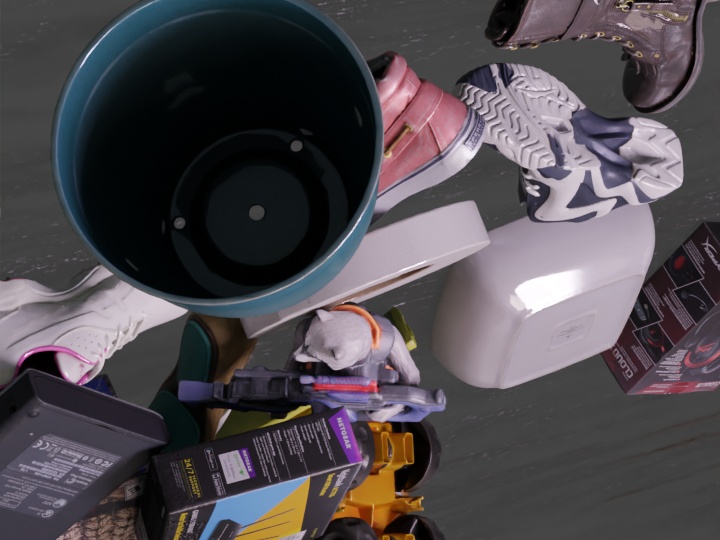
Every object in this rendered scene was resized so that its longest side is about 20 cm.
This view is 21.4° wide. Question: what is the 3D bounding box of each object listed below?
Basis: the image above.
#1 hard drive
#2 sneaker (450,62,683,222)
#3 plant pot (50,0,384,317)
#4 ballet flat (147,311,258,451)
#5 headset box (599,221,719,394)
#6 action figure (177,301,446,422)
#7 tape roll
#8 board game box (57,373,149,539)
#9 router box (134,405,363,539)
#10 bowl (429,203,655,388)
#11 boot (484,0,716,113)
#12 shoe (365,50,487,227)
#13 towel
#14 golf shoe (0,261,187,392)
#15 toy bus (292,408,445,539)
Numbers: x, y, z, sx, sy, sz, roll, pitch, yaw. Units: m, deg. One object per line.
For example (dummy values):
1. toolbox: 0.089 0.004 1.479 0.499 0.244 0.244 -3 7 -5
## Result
1. hard drive: -0.250 0.155 1.351 0.200 0.033 0.139 -40 144 19
2. sneaker: 0.133 -0.086 1.463 0.199 0.080 0.130 11 154 -28
3. plant pot: -0.076 -0.058 1.215 0.200 0.200 0.188 -29 166 -1
4. ballet flat: -0.124 0.099 1.543 0.063 0.069 0.200 -22 153 -36
5. headset box: 0.335 0.045 1.871 0.148 0.075 0.200 0 140 -43
6. action figure: -0.038 0.067 1.461 0.199 0.105 0.194 4 166 -5
7. tape roll: 0.000 0.000 1.441 0.202 0.037 0.203 -21 176 -1
8. board game box: -0.257 0.197 1.541 0.159 0.097 0.200 -20 150 -17
9. router box: -0.089 0.172 1.445 0.149 0.051 0.200 -14 160 -15
10. bowl: 0.170 0.026 1.690 0.199 0.075 0.200 -20 151 -21
11. boot: 0.168 -0.182 1.372 0.174 0.069 0.200 -11 143 -21
12. shoe: -0.005 -0.086 1.357 0.091 0.072 0.200 38 142 -20
13. towel: -0.046 0.095 1.606 0.200 0.018 0.086 -29 -165 0
14. golf shoe: -0.200 0.047 1.360 0.199 0.092 0.075 -12 146 -33
15. toy bus: -0.038 0.203 1.659 0.191 0.201 0.136 -10 169 32
